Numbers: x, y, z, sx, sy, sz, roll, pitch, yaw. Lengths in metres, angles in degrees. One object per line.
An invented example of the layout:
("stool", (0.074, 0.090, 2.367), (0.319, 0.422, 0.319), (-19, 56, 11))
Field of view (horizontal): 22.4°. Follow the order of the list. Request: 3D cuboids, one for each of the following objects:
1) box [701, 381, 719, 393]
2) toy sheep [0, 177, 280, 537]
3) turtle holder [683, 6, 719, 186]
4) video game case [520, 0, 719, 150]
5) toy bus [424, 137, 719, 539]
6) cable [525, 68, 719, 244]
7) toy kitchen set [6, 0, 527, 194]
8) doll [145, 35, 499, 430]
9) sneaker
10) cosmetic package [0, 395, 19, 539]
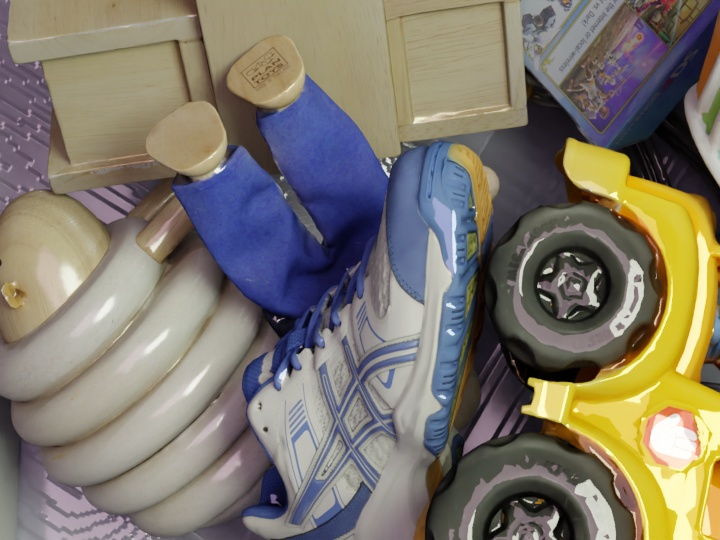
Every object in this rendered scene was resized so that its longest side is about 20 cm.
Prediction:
("box", (0.212, 0.125, 0.760), (0.199, 0.115, 0.133), (8, 83, 5))
("toy sheep", (-0.083, 0.045, 0.785), (0.138, 0.138, 0.200), (-44, 105, -3))
("turtle holder", (0.199, -0.052, 0.631), (0.131, 0.141, 0.185), (-34, 124, 23))
("video game case", (0.107, -0.183, 0.742), (0.182, 0.045, 0.200), (51, 126, 19))
("toy bus", (0.128, 0.070, 0.653), (0.191, 0.136, 0.201), (11, 82, 11))
("cable", (0.106, -0.087, 0.844), (0.200, 0.050, 0.097), (39, 69, -5))
("toy kitchen set", (-0.045, -0.160, 0.752), (0.199, 0.164, 0.181), (-8, 43, 1))
("doll", (0.000, 0.000, 0.736), (0.136, 0.200, 0.048), (-40, 38, -8))
("sneaker", (-0.003, 0.039, 0.673), (0.088, 0.075, 0.201), (15, 123, 10))
("cosmetic package", (-0.199, 0.106, 0.821), (0.082, 0.051, 0.201), (1, 82, 2))
